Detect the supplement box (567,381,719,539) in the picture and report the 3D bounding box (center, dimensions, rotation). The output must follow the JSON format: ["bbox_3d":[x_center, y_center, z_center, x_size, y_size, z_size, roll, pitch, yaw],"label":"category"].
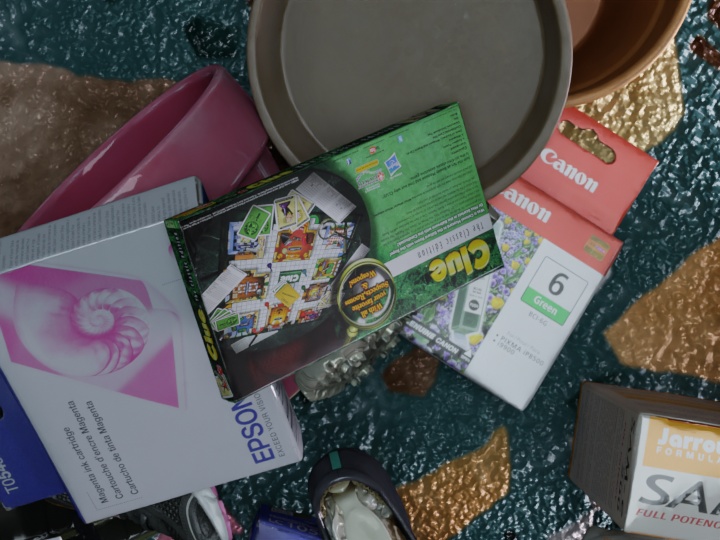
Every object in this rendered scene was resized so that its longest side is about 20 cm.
[{"bbox_3d":[0.213,0.125,0.963,0.125,0.200,0.074,9,91,-1],"label":"supplement box"}]

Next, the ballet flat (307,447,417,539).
[{"bbox_3d":[0.023,0.206,0.938,0.073,0.073,0.202,-26,90,-1],"label":"ballet flat"}]

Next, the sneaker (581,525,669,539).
[{"bbox_3d":[0.227,0.191,1.001,0.198,0.092,0.076,6,112,-36],"label":"sneaker"}]

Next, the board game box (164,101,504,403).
[{"bbox_3d":[-0.009,-0.014,0.842,0.199,0.023,0.106,-25,103,-32],"label":"board game box"}]

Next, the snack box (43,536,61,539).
[{"bbox_3d":[-0.216,0.217,0.954,0.071,0.200,0.025,-12,65,-13],"label":"snack box"}]

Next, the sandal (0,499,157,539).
[{"bbox_3d":[-0.205,0.180,1.025,0.199,0.057,0.080,-16,73,-15],"label":"sandal"}]

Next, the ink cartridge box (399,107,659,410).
[{"bbox_3d":[0.116,-0.018,1.033,0.108,0.050,0.201,31,91,-1],"label":"ink cartridge box"}]

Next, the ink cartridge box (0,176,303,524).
[{"bbox_3d":[-0.154,0.060,0.875,0.198,0.043,0.198,-18,126,3],"label":"ink cartridge box"}]

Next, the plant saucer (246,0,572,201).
[{"bbox_3d":[0.029,-0.131,0.903,0.198,0.029,0.202,3,103,11],"label":"plant saucer"}]

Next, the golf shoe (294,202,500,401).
[{"bbox_3d":[0.000,0.000,0.937,0.097,0.078,0.200,39,46,5],"label":"golf shoe"}]

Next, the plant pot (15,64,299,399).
[{"bbox_3d":[-0.107,0.000,0.968,0.200,0.200,0.179,-41,106,-1],"label":"plant pot"}]

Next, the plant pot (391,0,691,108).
[{"bbox_3d":[0.110,-0.202,0.986,0.198,0.140,0.203,0,92,-1],"label":"plant pot"}]

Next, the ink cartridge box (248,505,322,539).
[{"bbox_3d":[-0.025,0.247,1.015,0.135,0.076,0.202,16,89,-2],"label":"ink cartridge box"}]

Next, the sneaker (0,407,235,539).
[{"bbox_3d":[-0.164,0.134,0.987,0.086,0.081,0.200,-41,66,-16],"label":"sneaker"}]
